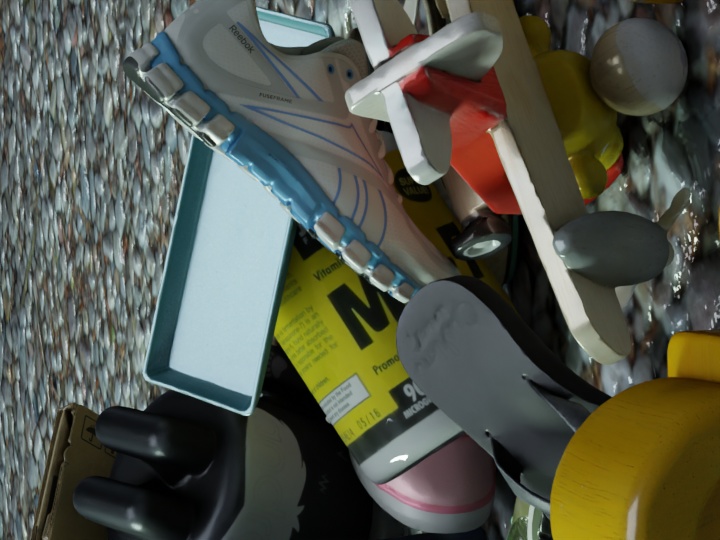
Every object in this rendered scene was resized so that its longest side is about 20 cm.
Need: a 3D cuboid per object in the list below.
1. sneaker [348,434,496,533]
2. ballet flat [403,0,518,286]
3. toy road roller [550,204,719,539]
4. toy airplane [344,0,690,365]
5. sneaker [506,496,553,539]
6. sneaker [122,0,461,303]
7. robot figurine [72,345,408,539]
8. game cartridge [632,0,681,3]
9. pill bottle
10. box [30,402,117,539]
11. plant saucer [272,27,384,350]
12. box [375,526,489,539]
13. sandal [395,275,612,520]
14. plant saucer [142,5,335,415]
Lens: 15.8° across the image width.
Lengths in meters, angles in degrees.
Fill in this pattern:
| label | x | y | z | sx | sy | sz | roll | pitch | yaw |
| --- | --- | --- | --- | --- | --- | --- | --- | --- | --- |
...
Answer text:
| label | x | y | z | sx | sy | sz | roll | pitch | yaw |
| --- | --- | --- | --- | --- | --- | --- | --- | --- | --- |
| sneaker | 0.028 | 0.048 | 1.447 | 0.200 | 0.075 | 0.105 | -108 | 18 | -48 |
| ballet flat | 0.047 | -0.086 | 1.388 | 0.067 | 0.062 | 0.200 | -163 | 70 | -71 |
| toy road roller | 0.149 | 0.050 | 0.965 | 0.123 | 0.146 | 0.200 | -174 | 81 | -71 |
| toy airplane | 0.077 | -0.081 | 1.172 | 0.199 | 0.141 | 0.200 | -88 | -25 | -63 |
| sneaker | 0.098 | 0.142 | 1.282 | 0.089 | 0.077 | 0.200 | -101 | 24 | -52 |
| sneaker | -0.012 | -0.062 | 1.238 | 0.087 | 0.200 | 0.075 | -49 | 18 | -3 |
| robot figurine | -0.065 | 0.135 | 1.477 | 0.150 | 0.200 | 0.125 | -48 | 44 | 23 |
| game cartridge | 0.138 | -0.248 | 1.142 | 0.176 | 0.032 | 0.200 | 116 | 148 | -57 |
| pill bottle | 0.000 | 0.000 | 1.351 | 0.200 | 0.114 | 0.114 | 56 | 156 | 6 |
| box | -0.110 | 0.190 | 1.509 | 0.021 | 0.200 | 0.164 | -24 | 45 | 38 |
| plant saucer | -0.014 | -0.043 | 1.524 | 0.200 | 0.029 | 0.200 | 14 | -90 | -88 |
| box | -0.010 | 0.235 | 1.392 | 0.149 | 0.200 | 0.107 | -115 | 24 | -47 |
| sandal | 0.089 | 0.081 | 1.167 | 0.200 | 0.043 | 0.076 | 37 | 116 | 23 |
| plant saucer | -0.059 | -0.032 | 1.302 | 0.070 | 0.019 | 0.200 | 17 | 100 | 29 |
